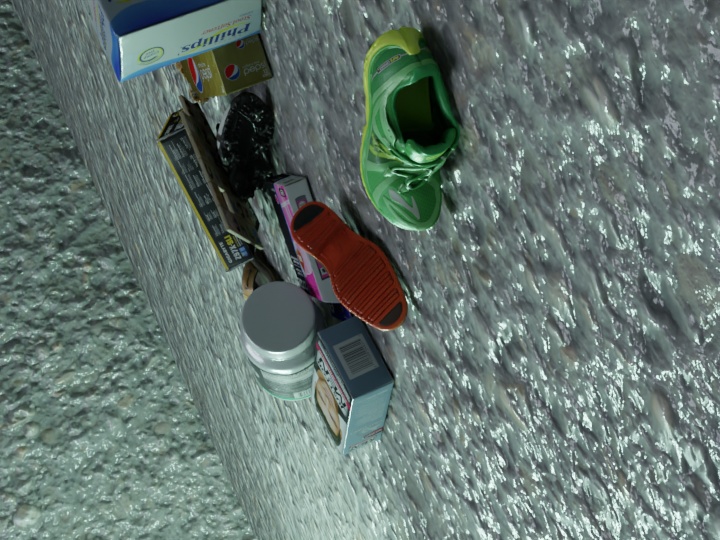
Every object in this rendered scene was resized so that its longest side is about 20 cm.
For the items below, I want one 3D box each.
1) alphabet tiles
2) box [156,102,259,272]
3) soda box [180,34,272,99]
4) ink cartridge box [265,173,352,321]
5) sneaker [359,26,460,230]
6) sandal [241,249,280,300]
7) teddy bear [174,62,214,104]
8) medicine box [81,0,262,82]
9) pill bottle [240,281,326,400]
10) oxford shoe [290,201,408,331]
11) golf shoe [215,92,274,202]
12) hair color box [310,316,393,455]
[{"bbox_3d":[-0.187,-0.130,1.783,0.167,0.007,0.201,34,-147,-77],"label":"alphabet tiles"},{"bbox_3d":[-0.202,-0.116,1.837,0.160,0.049,0.201,-89,-26,-70],"label":"box"},{"bbox_3d":[-0.173,-0.259,1.701,0.200,0.064,0.068,15,126,70],"label":"soda box"},{"bbox_3d":[-0.064,-0.023,1.715,0.201,0.037,0.095,70,165,-13],"label":"ink cartridge box"},{"bbox_3d":[0.041,-0.107,1.166,0.084,0.074,0.201,-123,19,-46],"label":"sneaker"},{"bbox_3d":[-0.159,0.014,2.041,0.201,0.054,0.082,58,162,33],"label":"sandal"},{"bbox_3d":[-0.245,-0.322,1.855,0.145,0.066,0.201,27,137,64],"label":"teddy bear"},{"bbox_3d":[-0.232,-0.347,1.560,0.201,0.181,0.103,62,164,20],"label":"medicine box"},{"bbox_3d":[-0.097,0.092,1.778,0.114,0.112,0.200,62,173,20],"label":"pill bottle"},{"bbox_3d":[0.000,0.000,1.504,0.200,0.071,0.073,52,-173,37],"label":"oxford shoe"},{"bbox_3d":[-0.160,-0.175,1.749,0.095,0.077,0.201,60,162,26],"label":"golf shoe"},{"bbox_3d":[-0.013,0.150,1.723,0.099,0.060,0.200,61,164,23],"label":"hair color box"}]
